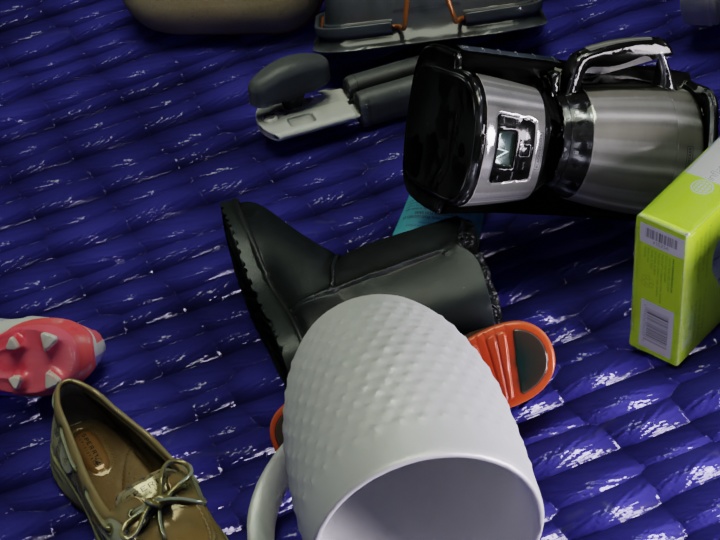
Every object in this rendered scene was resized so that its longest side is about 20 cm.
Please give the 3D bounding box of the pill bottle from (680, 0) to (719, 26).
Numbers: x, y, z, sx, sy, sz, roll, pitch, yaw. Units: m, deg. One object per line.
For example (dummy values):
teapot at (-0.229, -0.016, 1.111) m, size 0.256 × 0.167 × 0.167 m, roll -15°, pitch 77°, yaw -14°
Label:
pill bottle at (0.367, -0.242, 1.945) m, size 0.198 × 0.112 × 0.111 m, roll 3°, pitch 36°, yaw 15°

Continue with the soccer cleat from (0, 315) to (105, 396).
soccer cleat at (-0.281, 0.061, 1.705) m, size 0.198 × 0.067 × 0.076 m, roll -1°, pitch 4°, yaw 20°

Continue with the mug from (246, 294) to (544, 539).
mug at (0.004, 0.121, 1.484) m, size 0.200 × 0.147 × 0.176 m, roll -41°, pitch 39°, yaw 20°

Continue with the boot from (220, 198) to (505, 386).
boot at (0.000, 0.000, 1.706) m, size 0.167 × 0.077 × 0.201 m, roll -18°, pitch 42°, yaw -10°

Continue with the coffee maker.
coffee maker at (0.134, -0.093, 1.736) m, size 0.198 × 0.136 × 0.192 m, roll 4°, pitch -11°, yaw -19°

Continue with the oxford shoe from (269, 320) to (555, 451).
oxford shoe at (0.035, 0.088, 1.606) m, size 0.198 × 0.072 × 0.073 m, roll -16°, pitch 2°, yaw 0°

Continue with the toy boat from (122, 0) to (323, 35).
toy boat at (-0.118, -0.276, 2.110) m, size 0.198 × 0.132 × 0.131 m, roll 1°, pitch 6°, yaw 12°

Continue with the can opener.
can opener at (0.006, -0.156, 1.935) m, size 0.199 × 0.067 × 0.053 m, roll -17°, pitch 37°, yaw -13°

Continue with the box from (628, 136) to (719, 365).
box at (0.261, -0.037, 1.667) m, size 0.047 × 0.123 × 0.200 m, roll 25°, pitch 47°, yaw 29°

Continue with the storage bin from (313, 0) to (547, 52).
storage bin at (0.050, -0.265, 1.988) m, size 0.198 × 0.136 × 0.146 m, roll -7°, pitch 14°, yaw 3°

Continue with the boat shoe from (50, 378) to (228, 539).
boat shoe at (-0.151, 0.143, 1.548) m, size 0.073 × 0.063 × 0.200 m, roll -27°, pitch 40°, yaw -26°

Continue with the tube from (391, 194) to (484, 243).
tube at (0.066, -0.053, 1.801) m, size 0.077 × 0.051 × 0.201 m, roll -1°, pitch 40°, yaw 18°
